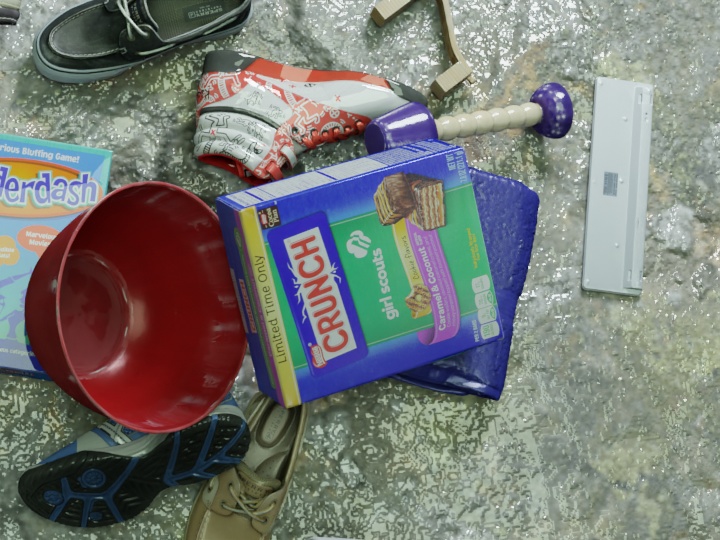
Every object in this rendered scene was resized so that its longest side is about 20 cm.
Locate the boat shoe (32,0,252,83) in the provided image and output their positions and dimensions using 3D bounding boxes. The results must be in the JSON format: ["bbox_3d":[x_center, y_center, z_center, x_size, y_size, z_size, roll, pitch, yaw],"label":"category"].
[{"bbox_3d":[-0.190,-0.221,1.642,0.200,0.071,0.072,-19,83,-12],"label":"boat shoe"}]

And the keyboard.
[{"bbox_3d":[0.234,-0.077,1.717,0.056,0.011,0.201,6,77,-3],"label":"keyboard"}]

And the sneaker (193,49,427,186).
[{"bbox_3d":[-0.047,-0.121,1.650,0.201,0.067,0.108,10,78,-4],"label":"sneaker"}]

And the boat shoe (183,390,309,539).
[{"bbox_3d":[-0.096,0.182,1.580,0.071,0.065,0.200,20,76,-5],"label":"boat shoe"}]

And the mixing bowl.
[{"bbox_3d":[-0.197,0.034,1.531,0.200,0.108,0.201,7,80,-45],"label":"mixing bowl"}]

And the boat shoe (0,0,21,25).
[{"bbox_3d":[-0.388,-0.204,1.611,0.199,0.072,0.065,-5,92,-14],"label":"boat shoe"}]

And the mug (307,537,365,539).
[{"bbox_3d":[0.032,0.301,1.560,0.153,0.187,0.150,-2,46,-19],"label":"mug"}]

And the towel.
[{"bbox_3d":[0.071,0.005,1.656,0.147,0.050,0.201,17,76,-13],"label":"towel"}]

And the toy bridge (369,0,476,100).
[{"bbox_3d":[0.040,-0.247,1.708,0.067,0.027,0.200,-38,87,-16],"label":"toy bridge"}]

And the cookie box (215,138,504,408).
[{"bbox_3d":[0.000,0.000,1.549,0.199,0.075,0.172,-17,104,-17],"label":"cookie box"}]

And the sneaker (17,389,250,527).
[{"bbox_3d":[-0.189,0.152,1.575,0.199,0.077,0.076,-18,124,0],"label":"sneaker"}]

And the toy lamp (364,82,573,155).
[{"bbox_3d":[0.094,-0.125,1.647,0.200,0.058,0.058,-10,80,-32],"label":"toy lamp"}]

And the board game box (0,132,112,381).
[{"bbox_3d":[-0.298,-0.014,1.596,0.152,0.045,0.201,8,77,-8],"label":"board game box"}]
